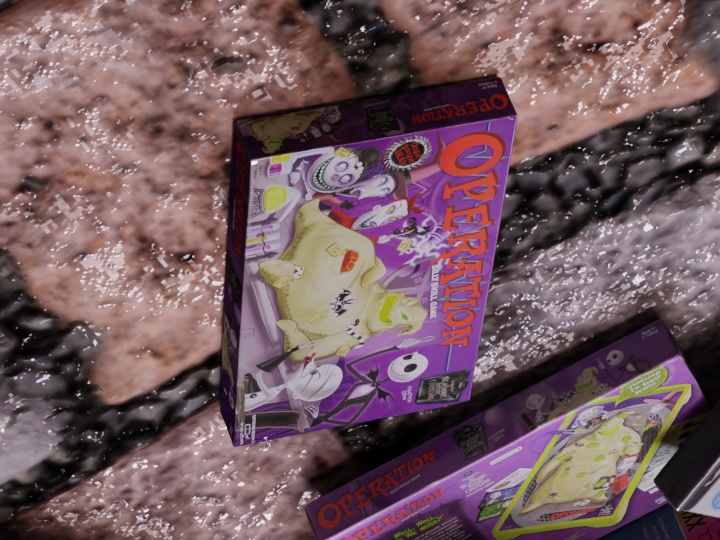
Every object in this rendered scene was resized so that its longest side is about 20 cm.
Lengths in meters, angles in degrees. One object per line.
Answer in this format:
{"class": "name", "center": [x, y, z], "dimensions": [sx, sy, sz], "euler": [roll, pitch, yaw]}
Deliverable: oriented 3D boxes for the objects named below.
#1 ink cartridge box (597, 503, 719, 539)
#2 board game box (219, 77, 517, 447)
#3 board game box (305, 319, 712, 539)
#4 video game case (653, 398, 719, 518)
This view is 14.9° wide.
{"class": "ink cartridge box", "center": [0.143, 0.212, 1.515], "dimensions": [0.200, 0.076, 0.136], "euler": [-29, 141, 8]}
{"class": "board game box", "center": [0.000, 0.000, 1.227], "dimensions": [0.120, 0.032, 0.200], "euler": [-14, 142, -16]}
{"class": "board game box", "center": [0.084, 0.107, 1.384], "dimensions": [0.200, 0.032, 0.120], "euler": [-28, 147, 6]}
{"class": "video game case", "center": [0.266, 0.054, 1.383], "dimensions": [0.181, 0.026, 0.200], "euler": [15, 120, -44]}
